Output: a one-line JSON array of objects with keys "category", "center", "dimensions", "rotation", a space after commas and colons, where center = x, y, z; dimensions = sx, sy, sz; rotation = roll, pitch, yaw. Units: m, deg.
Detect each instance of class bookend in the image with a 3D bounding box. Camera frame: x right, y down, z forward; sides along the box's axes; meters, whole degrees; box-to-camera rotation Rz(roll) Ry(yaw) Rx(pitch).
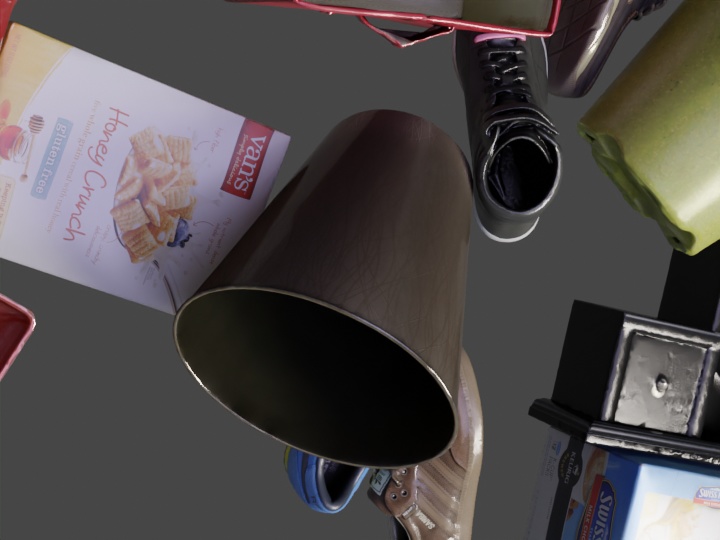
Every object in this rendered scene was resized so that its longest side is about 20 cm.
[{"category": "bookend", "center": [0.258, 0.043, 0.942], "dimensions": [0.197, 0.092, 0.202], "rotation": [13, 91, -21]}]

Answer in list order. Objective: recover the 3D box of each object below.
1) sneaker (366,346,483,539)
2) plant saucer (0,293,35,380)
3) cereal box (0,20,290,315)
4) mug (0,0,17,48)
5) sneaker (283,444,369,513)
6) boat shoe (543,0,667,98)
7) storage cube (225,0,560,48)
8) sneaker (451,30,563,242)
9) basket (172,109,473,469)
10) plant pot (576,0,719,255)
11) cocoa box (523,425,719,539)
[{"category": "sneaker", "center": [0.044, 0.150, 0.903], "dimensions": [0.075, 0.070, 0.202], "rotation": [-3, 102, -19]}, {"category": "plant saucer", "center": [-0.342, 0.060, 0.756], "dimensions": [0.199, 0.037, 0.200], "rotation": [33, 89, -23]}, {"category": "cereal box", "center": [-0.161, -0.059, 0.796], "dimensions": [0.199, 0.039, 0.145], "rotation": [19, 94, -23]}, {"category": "mug", "center": [-0.291, -0.085, 0.660], "dimensions": [0.177, 0.133, 0.202], "rotation": [16, 85, -58]}, {"category": "sneaker", "center": [0.007, 0.080, 0.870], "dimensions": [0.066, 0.078, 0.201], "rotation": [21, 92, -21]}, {"category": "boat shoe", "center": [0.197, -0.215, 0.879], "dimensions": [0.073, 0.074, 0.201], "rotation": [18, 101, -28]}, {"category": "storage cube", "center": [0.017, -0.243, 0.748], "dimensions": [0.170, 0.180, 0.202], "rotation": [2, 102, -21]}, {"category": "sneaker", "center": [0.106, -0.121, 0.837], "dimensions": [0.070, 0.099, 0.202], "rotation": [-4, 91, -3]}, {"category": "basket", "center": [0.000, 0.000, 0.773], "dimensions": [0.179, 0.201, 0.136], "rotation": [25, 136, -2]}, {"category": "plant pot", "center": [0.268, -0.118, 0.878], "dimensions": [0.184, 0.201, 0.200], "rotation": [-42, 113, 5]}, {"category": "cocoa box", "center": [0.250, 0.213, 0.955], "dimensions": [0.199, 0.131, 0.134], "rotation": [13, 91, -23]}]
